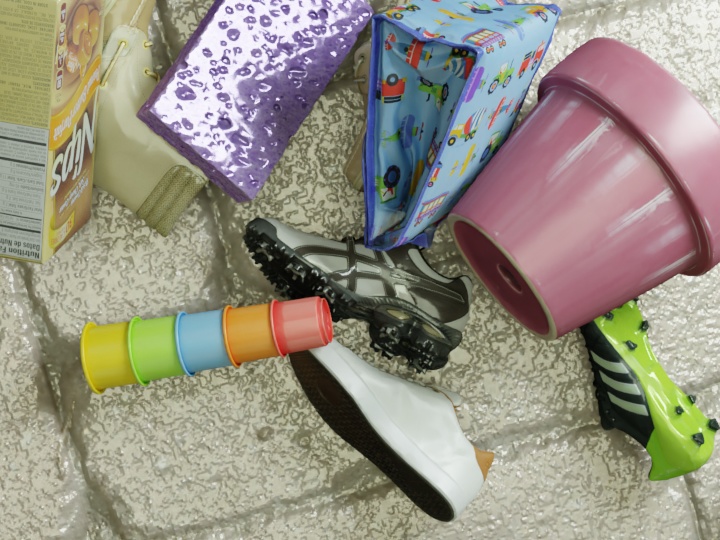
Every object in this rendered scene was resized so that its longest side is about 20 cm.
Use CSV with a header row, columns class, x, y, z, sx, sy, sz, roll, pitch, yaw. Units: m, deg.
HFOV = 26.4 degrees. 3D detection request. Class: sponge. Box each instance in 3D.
class,x,y,z,sx,sy,sz,roll,pitch,yaw
sponge,-0.080,-0.167,1.220,0.111,0.030,0.200,39,69,-22

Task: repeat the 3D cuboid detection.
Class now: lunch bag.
class,x,y,z,sx,sy,sz,roll,pitch,yaw
lunch bag,0.069,-0.108,1.192,0.094,0.150,0.201,22,120,23

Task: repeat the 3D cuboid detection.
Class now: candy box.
class,x,y,z,sx,sy,sz,roll,pitch,yaw
candy box,-0.237,-0.119,1.147,0.055,0.115,0.201,9,110,6

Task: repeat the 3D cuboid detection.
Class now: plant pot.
class,x,y,z,sx,sy,sz,roll,pitch,yaw
plant pot,0.174,-0.050,1.191,0.179,0.200,0.200,-38,94,-10

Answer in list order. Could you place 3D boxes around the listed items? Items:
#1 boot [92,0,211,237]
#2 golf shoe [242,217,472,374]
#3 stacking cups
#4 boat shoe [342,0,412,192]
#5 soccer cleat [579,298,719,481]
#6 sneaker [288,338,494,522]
class,x,y,z,sx,sy,sz,roll,pitch,yaw
boot,-0.163,-0.144,1.234,0.155,0.073,0.200,33,96,-3
golf shoe,0.000,0.000,1.262,0.199,0.078,0.095,32,68,-3
stacking cups,-0.122,0.055,1.236,0.199,0.061,0.061,-10,92,7
boat shoe,0.025,-0.162,1.253,0.065,0.072,0.201,24,84,1
soccer cleat,0.217,0.084,1.275,0.067,0.081,0.201,-19,74,-46
sneaker,0.027,0.112,1.271,0.200,0.073,0.085,46,60,0
